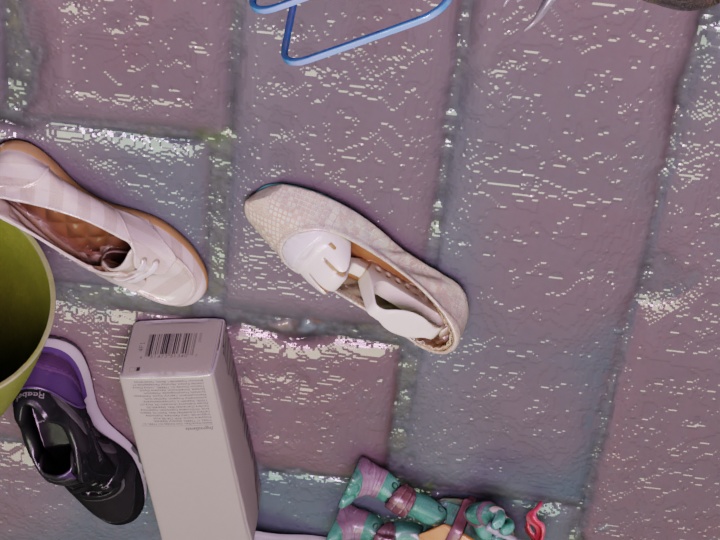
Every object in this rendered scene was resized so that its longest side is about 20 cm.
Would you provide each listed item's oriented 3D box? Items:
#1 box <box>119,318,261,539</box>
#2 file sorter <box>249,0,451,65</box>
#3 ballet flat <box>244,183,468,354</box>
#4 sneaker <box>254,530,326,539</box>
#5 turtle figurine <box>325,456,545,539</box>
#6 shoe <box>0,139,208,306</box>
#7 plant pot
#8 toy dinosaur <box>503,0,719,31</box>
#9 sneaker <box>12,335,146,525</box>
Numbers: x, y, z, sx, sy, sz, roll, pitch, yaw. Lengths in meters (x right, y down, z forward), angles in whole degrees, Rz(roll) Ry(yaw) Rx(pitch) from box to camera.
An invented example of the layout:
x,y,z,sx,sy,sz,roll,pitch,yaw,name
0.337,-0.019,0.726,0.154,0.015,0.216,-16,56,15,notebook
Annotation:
x,y,z,sx,sy,sz,roll,pitch,yaw,name
-0.136,0.134,1.893,0.082,0.069,0.201,-1,131,8,box
-0.033,-0.253,1.506,0.138,0.123,0.200,-17,128,21,file sorter
0.000,0.000,1.763,0.199,0.063,0.068,28,128,-17,ballet flat
-0.077,0.273,2.017,0.199,0.071,0.099,16,150,-21,sneaker
0.075,0.233,1.936,0.199,0.101,0.150,23,116,6,turtle figurine
-0.204,-0.023,1.772,0.199,0.054,0.070,33,127,-21,shoe
-0.339,0.069,1.806,0.186,0.188,0.200,13,146,-5,plant pot
0.203,-0.213,1.560,0.199,0.077,0.103,6,144,-6,toy dinosaur
-0.240,0.155,1.910,0.075,0.088,0.201,-12,129,16,sneaker
